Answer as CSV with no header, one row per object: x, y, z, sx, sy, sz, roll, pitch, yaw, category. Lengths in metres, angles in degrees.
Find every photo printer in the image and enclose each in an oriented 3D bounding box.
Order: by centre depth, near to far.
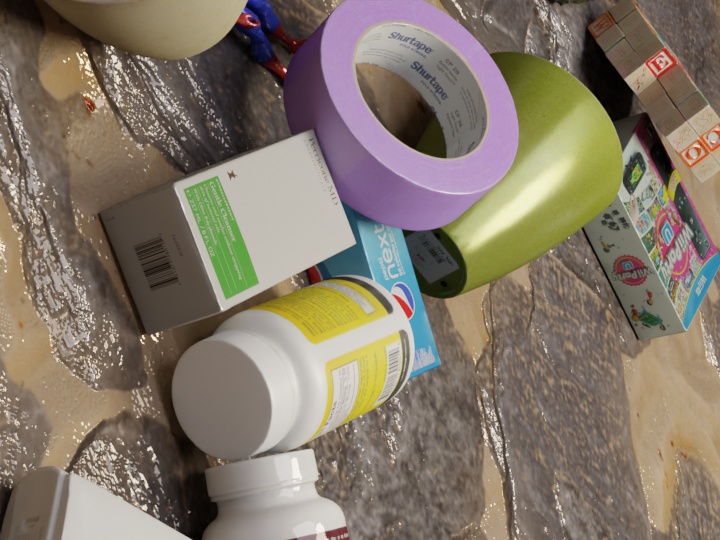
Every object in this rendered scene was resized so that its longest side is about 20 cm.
-0.168,0.249,1.415,0.200,0.069,0.167,39,48,-41,photo printer

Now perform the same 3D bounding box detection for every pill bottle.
-0.057,0.240,1.539,0.113,0.113,0.201,-3,81,-55,pill bottle
-0.053,0.077,1.609,0.200,0.114,0.115,-20,94,-56,pill bottle

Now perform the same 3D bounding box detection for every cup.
-0.154,-0.242,1.545,0.143,0.199,0.201,68,25,-59,cup

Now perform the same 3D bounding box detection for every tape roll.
0.035,-0.136,1.728,0.199,0.066,0.201,19,53,-27,tape roll

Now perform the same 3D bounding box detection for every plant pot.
0.111,-0.070,1.866,0.200,0.187,0.188,-45,115,-37,plant pot

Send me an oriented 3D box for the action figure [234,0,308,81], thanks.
-0.103,-0.229,1.717,0.200,0.052,0.066,37,54,-40,action figure

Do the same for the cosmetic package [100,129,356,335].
-0.101,-0.033,1.608,0.200,0.085,0.108,-30,99,-54,cosmetic package

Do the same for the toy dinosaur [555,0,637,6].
0.257,-0.337,2.275,0.200,0.047,0.089,-10,100,-56,toy dinosaur

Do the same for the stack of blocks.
0.333,-0.200,2.235,0.115,0.058,0.200,43,15,-39,stack of blocks

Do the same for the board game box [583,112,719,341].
0.309,-0.048,2.220,0.201,0.064,0.148,61,37,-20,board game box

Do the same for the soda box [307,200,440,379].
0.000,0.000,1.753,0.064,0.068,0.201,-18,92,-54,soda box
